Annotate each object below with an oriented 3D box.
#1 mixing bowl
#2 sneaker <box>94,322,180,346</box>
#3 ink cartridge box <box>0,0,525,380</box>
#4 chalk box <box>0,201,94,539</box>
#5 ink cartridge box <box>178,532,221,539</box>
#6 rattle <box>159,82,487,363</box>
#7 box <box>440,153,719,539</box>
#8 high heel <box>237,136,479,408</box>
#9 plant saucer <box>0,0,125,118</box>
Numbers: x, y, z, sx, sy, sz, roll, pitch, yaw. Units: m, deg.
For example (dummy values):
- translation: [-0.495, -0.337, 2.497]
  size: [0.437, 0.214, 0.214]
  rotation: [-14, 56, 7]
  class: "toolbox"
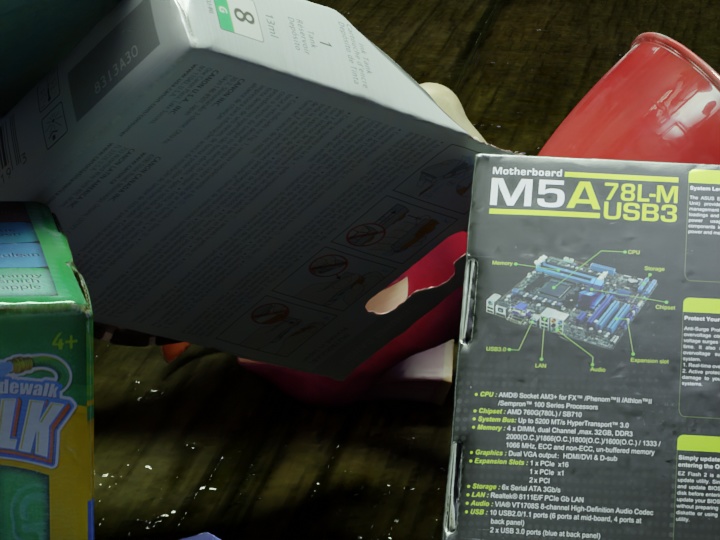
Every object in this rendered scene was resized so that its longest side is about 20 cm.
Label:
- translation: [0.122, 0.017, 0.978]
  size: [0.108, 0.200, 0.200]
  rotation: [-32, 23, -5]
  class: "mixing bowl"
- translation: [-0.067, -0.017, 1.087]
  size: [0.200, 0.074, 0.081]
  rotation: [0, 56, -37]
  class: "sneaker"
- translation: [-0.037, -0.031, 0.899]
  size: [0.200, 0.161, 0.050]
  rotation: [13, 50, -41]
  class: "ink cartridge box"
- translation: [-0.153, 0.047, 0.784]
  size: [0.124, 0.200, 0.124]
  rotation: [-3, 18, -12]
  class: "chalk box"
- translation: [-0.066, 0.143, 0.694]
  size: [0.200, 0.076, 0.136]
  rotation: [-9, 20, -35]
  class: "ink cartridge box"
- translation: [-0.030, -0.009, 1.209]
  size: [0.200, 0.130, 0.143]
  rotation: [-33, 16, -15]
  class: "rattle"
- translation: [0.130, 0.056, 0.828]
  size: [0.200, 0.048, 0.193]
  rotation: [2, 62, 6]
  class: "box"
- translation: [0.000, 0.000, 1.016]
  size: [0.096, 0.067, 0.200]
  rotation: [6, -25, -3]
  class: "high heel"
- translation: [-0.137, -0.081, 0.818]
  size: [0.201, 0.039, 0.201]
  rotation: [-32, -7, -4]
  class: "plant saucer"
